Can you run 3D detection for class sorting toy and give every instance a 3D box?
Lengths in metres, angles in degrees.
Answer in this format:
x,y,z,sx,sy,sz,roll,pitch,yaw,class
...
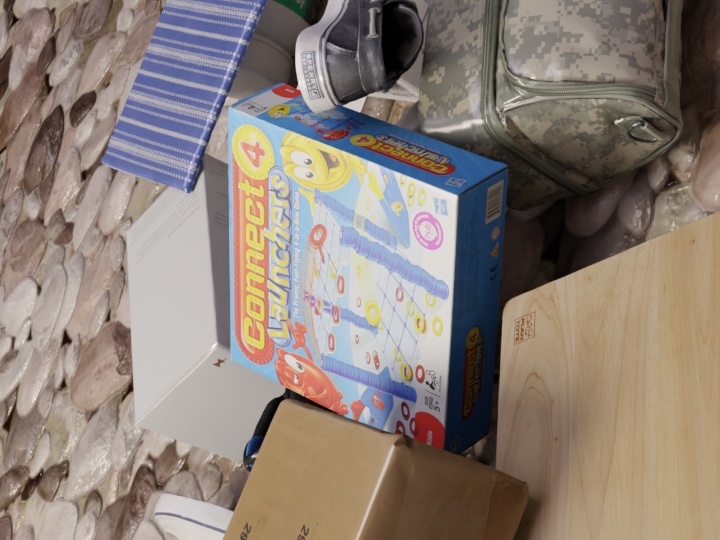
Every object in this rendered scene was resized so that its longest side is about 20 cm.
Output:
x,y,z,sx,sy,sz,roll,pitch,yaw,class
0.170,0.092,1.011,0.198,0.069,0.202,-25,50,46,sorting toy

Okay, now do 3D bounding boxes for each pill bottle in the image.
x,y,z,sx,sy,sz,roll,pitch,yaw,class
-0.086,-0.259,1.552,0.113,0.112,0.202,-3,69,54,pill bottle

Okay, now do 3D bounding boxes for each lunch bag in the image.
x,y,z,sx,sy,sz,roll,pitch,yaw,class
0.141,-0.159,1.152,0.166,0.139,0.202,-14,58,39,lunch bag

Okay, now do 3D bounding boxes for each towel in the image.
x,y,z,sx,sy,sz,roll,pitch,yaw,class
-0.139,-0.167,1.452,0.144,0.024,0.202,17,85,53,towel

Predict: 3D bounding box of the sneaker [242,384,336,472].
x,y,z,sx,sy,sz,roll,pitch,yaw,class
-0.032,0.167,1.216,0.073,0.111,0.202,-39,42,37,sneaker

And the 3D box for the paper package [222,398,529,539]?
x,y,z,sx,sy,sz,roll,pitch,yaw,class
-0.012,0.193,1.060,0.190,0.103,0.202,9,76,65,paper package

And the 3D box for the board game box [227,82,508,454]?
x,y,z,sx,sy,sz,roll,pitch,yaw,class
0.000,0.000,1.170,0.194,0.056,0.202,22,125,34,board game box

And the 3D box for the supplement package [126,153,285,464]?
x,y,z,sx,sy,sz,roll,pitch,yaw,class
-0.108,0.031,1.404,0.117,0.116,0.202,-41,40,32,supplement package

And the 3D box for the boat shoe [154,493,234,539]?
x,y,z,sx,sy,sz,roll,pitch,yaw,class
-0.100,0.219,1.327,0.199,0.071,0.071,9,75,50,boat shoe

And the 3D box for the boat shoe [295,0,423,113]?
x,y,z,sx,sy,sz,roll,pitch,yaw,class
0.011,-0.157,1.174,0.067,0.073,0.200,-8,16,15,boat shoe

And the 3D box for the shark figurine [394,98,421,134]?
x,y,z,sx,sy,sz,roll,pitch,yaw,class
0.069,-0.161,1.249,0.127,0.089,0.217,15,88,28,shark figurine

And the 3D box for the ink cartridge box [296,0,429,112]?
x,y,z,sx,sy,sz,roll,pitch,yaw,class
0.032,-0.200,1.380,0.117,0.067,0.202,17,82,57,ink cartridge box
